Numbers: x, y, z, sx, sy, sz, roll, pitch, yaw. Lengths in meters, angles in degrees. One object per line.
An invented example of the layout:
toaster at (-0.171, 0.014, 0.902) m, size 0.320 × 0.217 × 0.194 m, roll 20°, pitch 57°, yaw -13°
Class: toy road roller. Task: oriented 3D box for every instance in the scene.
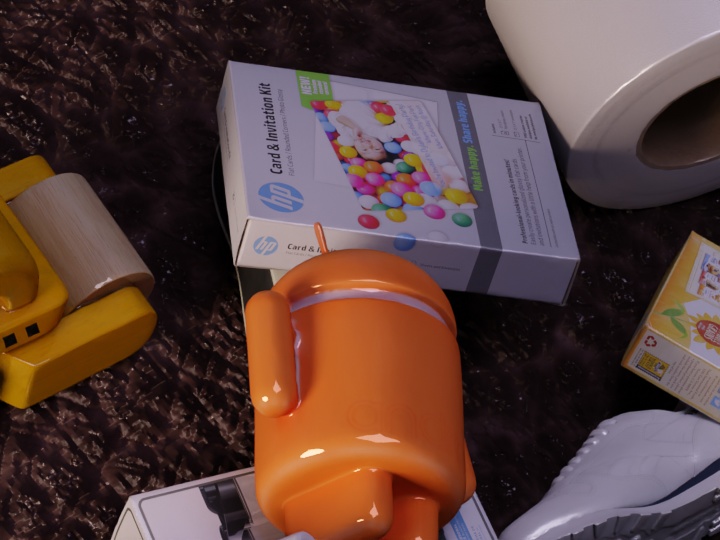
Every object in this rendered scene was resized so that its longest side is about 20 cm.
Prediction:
toy road roller at (-0.208, -0.002, 1.602) m, size 0.200 × 0.146 × 0.123 m, roll -26°, pitch 68°, yaw -31°

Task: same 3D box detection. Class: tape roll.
tape roll at (0.195, -0.150, 1.806) m, size 0.202 × 0.203 × 0.139 m, roll -10°, pitch 62°, yaw -24°

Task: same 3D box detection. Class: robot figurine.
robot figurine at (0.000, 0.074, 1.567) m, size 0.143 × 0.117 × 0.200 m, roll 6°, pitch 54°, yaw -11°

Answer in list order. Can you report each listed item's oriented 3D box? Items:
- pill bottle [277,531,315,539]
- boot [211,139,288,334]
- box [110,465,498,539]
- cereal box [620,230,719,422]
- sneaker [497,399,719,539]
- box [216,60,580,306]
pill bottle at (-0.104, 0.207, 1.461) m, size 0.200 × 0.111 × 0.111 m, roll -23°, pitch 61°, yaw 8°
boot at (0.000, 0.000, 1.721) m, size 0.144 × 0.072 × 0.200 m, roll 0°, pitch 53°, yaw -20°
box at (-0.026, 0.166, 1.602) m, size 0.199 × 0.060 × 0.117 m, roll -11°, pitch 61°, yaw -25°
cereal box at (0.266, 0.065, 1.754) m, size 0.200 × 0.040 × 0.144 m, roll 31°, pitch 29°, yaw 4°
sneaker at (0.147, 0.132, 1.684) m, size 0.200 × 0.077 × 0.081 m, roll -18°, pitch 57°, yaw -36°
box at (0.019, -0.053, 1.699) m, size 0.199 × 0.041 × 0.156 m, roll 6°, pitch 38°, yaw -12°
